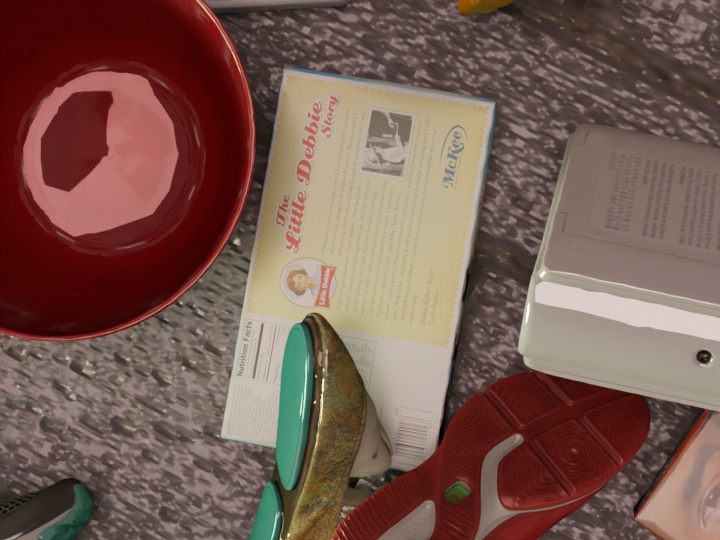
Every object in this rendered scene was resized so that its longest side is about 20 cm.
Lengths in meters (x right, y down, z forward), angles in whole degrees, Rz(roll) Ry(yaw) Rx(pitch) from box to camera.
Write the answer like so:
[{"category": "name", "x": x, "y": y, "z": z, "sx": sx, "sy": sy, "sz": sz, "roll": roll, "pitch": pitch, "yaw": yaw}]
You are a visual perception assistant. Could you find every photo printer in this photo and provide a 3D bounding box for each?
[{"category": "photo printer", "x": 0.187, "y": 0.003, "z": 0.925, "sx": 0.199, "sy": 0.167, "sz": 0.070, "roll": 11, "pitch": 123, "yaw": 6}]

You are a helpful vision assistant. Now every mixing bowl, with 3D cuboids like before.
[{"category": "mixing bowl", "x": -0.143, "y": -0.062, "z": 0.990, "sx": 0.199, "sy": 0.108, "sz": 0.201, "roll": 0, "pitch": 88, "yaw": 7}]

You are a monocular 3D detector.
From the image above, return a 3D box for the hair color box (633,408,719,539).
[{"category": "hair color box", "x": 0.251, "y": 0.137, "z": 0.960, "sx": 0.200, "sy": 0.064, "sz": 0.111, "roll": 34, "pitch": 93, "yaw": 8}]

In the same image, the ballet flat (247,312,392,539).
[{"category": "ballet flat", "x": -0.018, "y": 0.108, "z": 0.964, "sx": 0.070, "sy": 0.071, "sz": 0.201, "roll": 17, "pitch": 119, "yaw": 7}]

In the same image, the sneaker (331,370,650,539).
[{"category": "sneaker", "x": 0.059, "y": 0.130, "z": 0.986, "sx": 0.200, "sy": 0.116, "sz": 0.078, "roll": -27, "pitch": 64, "yaw": -24}]

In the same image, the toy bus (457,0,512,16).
[{"category": "toy bus", "x": 0.117, "y": -0.247, "z": 0.962, "sx": 0.191, "sy": 0.136, "sz": 0.201, "roll": -11, "pitch": 84, "yaw": -7}]

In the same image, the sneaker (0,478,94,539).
[{"category": "sneaker", "x": -0.243, "y": 0.141, "z": 1.015, "sx": 0.199, "sy": 0.078, "sz": 0.092, "roll": -21, "pitch": 82, "yaw": 4}]

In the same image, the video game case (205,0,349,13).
[{"category": "video game case", "x": -0.107, "y": -0.231, "z": 1.034, "sx": 0.199, "sy": 0.024, "sz": 0.183, "roll": -2, "pitch": 88, "yaw": 8}]

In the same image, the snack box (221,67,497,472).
[{"category": "snack box", "x": 0.000, "y": 0.000, "z": 1.006, "sx": 0.116, "sy": 0.037, "sz": 0.201, "roll": 10, "pitch": 90, "yaw": 6}]
